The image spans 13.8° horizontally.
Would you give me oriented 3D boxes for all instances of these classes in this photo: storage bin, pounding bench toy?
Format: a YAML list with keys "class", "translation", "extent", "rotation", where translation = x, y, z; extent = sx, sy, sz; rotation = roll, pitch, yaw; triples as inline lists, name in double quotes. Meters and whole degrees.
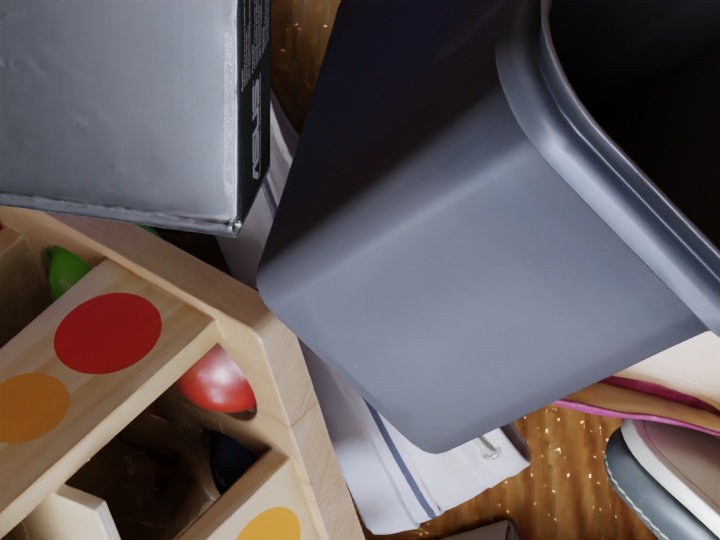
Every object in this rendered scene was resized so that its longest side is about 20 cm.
- class: "storage bin"
  translation: [0.047, -0.050, 0.872]
  extent: [0.134, 0.200, 0.146]
  rotation: [-32, 116, 31]
- class: "pounding bench toy"
  translation: [-0.119, 0.052, 0.942]
  extent: [0.200, 0.156, 0.124]
  rotation: [28, 150, 36]

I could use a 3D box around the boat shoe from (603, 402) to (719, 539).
- class: "boat shoe"
  translation: [0.143, 0.124, 1.041]
  extent: [0.062, 0.073, 0.200]
  rotation: [-38, 118, 19]

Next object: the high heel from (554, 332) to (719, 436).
- class: "high heel"
  translation: [0.126, 0.040, 0.974]
  extent: [0.200, 0.096, 0.067]
  rotation: [28, 119, -15]

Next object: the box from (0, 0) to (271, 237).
- class: "box"
  translation: [-0.121, -0.114, 0.828]
  extent: [0.193, 0.048, 0.200]
  rotation: [10, 123, 11]

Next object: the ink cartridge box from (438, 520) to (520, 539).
- class: "ink cartridge box"
  translation: [0.007, 0.201, 1.112]
  extent: [0.173, 0.044, 0.200]
  rotation: [-17, 120, 13]

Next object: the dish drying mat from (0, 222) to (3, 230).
- class: "dish drying mat"
  translation: [-0.109, -0.013, 0.986]
  extent: [0.077, 0.018, 0.200]
  rotation: [-24, 122, 41]

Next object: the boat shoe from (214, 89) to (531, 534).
- class: "boat shoe"
  translation: [0.000, 0.000, 0.978]
  extent: [0.067, 0.074, 0.200]
  rotation: [-21, 130, 6]
